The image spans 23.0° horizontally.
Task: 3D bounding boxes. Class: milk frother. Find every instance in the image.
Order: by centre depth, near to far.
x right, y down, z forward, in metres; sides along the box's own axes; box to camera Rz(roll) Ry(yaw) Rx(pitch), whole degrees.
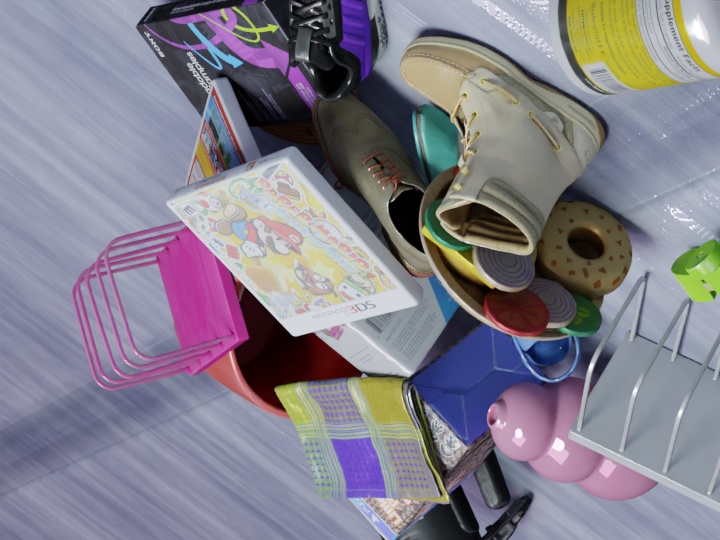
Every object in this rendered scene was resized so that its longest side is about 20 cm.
[{"bbox_3d":[0.095,0.256,2.111,0.190,0.179,0.200,66,-173,14],"label":"milk frother"}]

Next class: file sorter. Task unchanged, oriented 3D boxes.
[{"bbox_3d":[0.320,0.118,1.669,0.199,0.139,0.125,25,146,17],"label":"file sorter"},{"bbox_3d":[-0.218,0.038,1.848,0.200,0.124,0.140,-34,71,66],"label":"file sorter"}]

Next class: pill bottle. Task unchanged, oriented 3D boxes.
[{"bbox_3d":[0.247,-0.197,1.322,0.199,0.112,0.112,-3,133,47],"label":"pill bottle"}]

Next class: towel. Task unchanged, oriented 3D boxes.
[{"bbox_3d":[0.002,0.178,1.843,0.199,0.023,0.145,-3,113,43],"label":"towel"}]

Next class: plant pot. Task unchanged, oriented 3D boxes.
[{"bbox_3d":[-0.108,0.055,1.982,0.201,0.201,0.177,51,157,-26],"label":"plant pot"}]

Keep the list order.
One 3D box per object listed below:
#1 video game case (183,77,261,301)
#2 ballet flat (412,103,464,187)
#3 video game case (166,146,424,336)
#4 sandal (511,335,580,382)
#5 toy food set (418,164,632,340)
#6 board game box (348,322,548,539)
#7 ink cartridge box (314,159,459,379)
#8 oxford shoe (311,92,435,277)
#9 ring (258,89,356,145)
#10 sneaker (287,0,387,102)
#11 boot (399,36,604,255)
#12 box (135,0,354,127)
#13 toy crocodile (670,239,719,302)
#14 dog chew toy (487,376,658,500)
[{"bbox_3d":[-0.134,-0.077,1.773,0.201,0.017,0.144,114,137,-56],"label":"video game case"},{"bbox_3d":[0.097,-0.086,1.694,0.070,0.068,0.201,-2,139,12],"label":"ballet flat"},{"bbox_3d":[-0.063,-0.022,1.678,0.181,0.023,0.200,-16,126,45],"label":"video game case"},{"bbox_3d":[0.171,0.038,1.740,0.079,0.087,0.201,-27,131,9],"label":"sandal"},{"bbox_3d":[0.144,-0.020,1.596,0.199,0.198,0.049,38,137,1],"label":"toy food set"},{"bbox_3d":[0.085,0.172,1.897,0.097,0.159,0.200,46,137,12],"label":"board game box"},{"bbox_3d":[0.000,0.000,1.817,0.200,0.145,0.085,40,156,-8],"label":"ink cartridge box"},{"bbox_3d":[0.026,-0.089,1.638,0.201,0.070,0.075,54,168,1],"label":"oxford shoe"},{"bbox_3d":[-0.086,-0.203,1.747,0.199,0.019,0.201,25,148,17],"label":"ring"},{"bbox_3d":[-0.032,-0.231,1.568,0.069,0.100,0.201,14,144,29],"label":"sneaker"},{"bbox_3d":[0.097,-0.110,1.552,0.199,0.156,0.073,30,150,9],"label":"boot"},{"bbox_3d":[-0.114,-0.204,1.721,0.199,0.036,0.143,0,135,47],"label":"box"},{"bbox_3d":[0.347,-0.015,1.538,0.067,0.062,0.200,42,145,-11],"label":"toy crocodile"},{"bbox_3d":[0.220,0.163,1.795,0.198,0.126,0.124,13,158,-24],"label":"dog chew toy"}]
